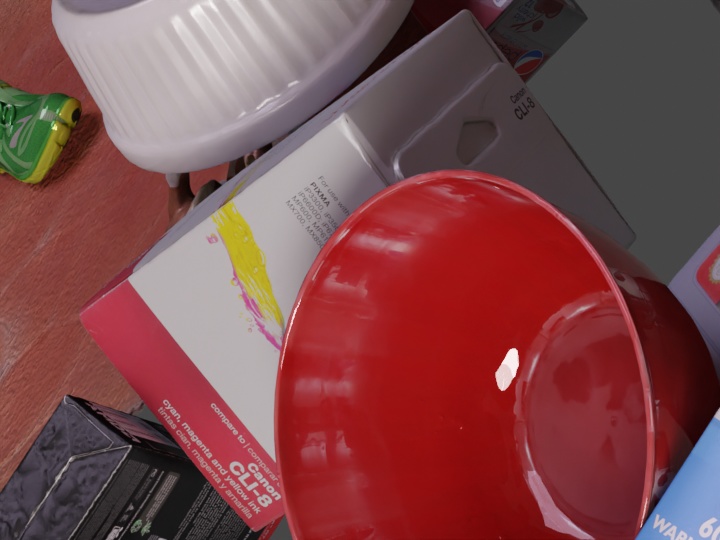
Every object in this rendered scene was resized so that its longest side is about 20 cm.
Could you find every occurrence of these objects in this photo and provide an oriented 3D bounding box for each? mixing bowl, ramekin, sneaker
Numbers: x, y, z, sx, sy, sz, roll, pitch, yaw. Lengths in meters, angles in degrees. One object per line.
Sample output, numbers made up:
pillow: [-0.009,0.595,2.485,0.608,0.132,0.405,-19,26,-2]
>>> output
mixing bowl: [0.071,0.062,0.845,0.200,0.108,0.201,-1,88,47]
ramekin: [-0.072,-0.155,1.117,0.202,0.094,0.203,-25,35,19]
sneaker: [-0.292,-0.118,1.722,0.200,0.084,0.074,1,62,58]

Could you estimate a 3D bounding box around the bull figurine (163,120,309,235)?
bull figurine: [-0.071,-0.030,1.198,0.065,0.122,0.200,3,16,17]

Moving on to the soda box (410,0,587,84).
soda box: [0.040,-0.194,1.197,0.063,0.070,0.200,-46,57,19]

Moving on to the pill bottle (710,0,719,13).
pill bottle: [0.241,-0.150,0.848,0.200,0.112,0.112,4,64,42]

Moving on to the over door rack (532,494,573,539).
over door rack: [0.010,0.167,0.964,0.200,0.067,0.148,-60,29,-6]

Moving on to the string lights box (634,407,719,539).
string lights box: [0.132,0.137,0.751,0.059,0.103,0.200,32,89,45]

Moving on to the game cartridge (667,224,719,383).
game cartridge: [0.198,0.000,0.870,0.200,0.041,0.133,-51,32,13]

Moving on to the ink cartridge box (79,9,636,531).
ink cartridge box: [0.000,0.000,1.022,0.200,0.145,0.145,-34,6,38]

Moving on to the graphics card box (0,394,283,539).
graphics card box: [-0.120,0.140,1.072,0.051,0.200,0.126,35,93,24]
